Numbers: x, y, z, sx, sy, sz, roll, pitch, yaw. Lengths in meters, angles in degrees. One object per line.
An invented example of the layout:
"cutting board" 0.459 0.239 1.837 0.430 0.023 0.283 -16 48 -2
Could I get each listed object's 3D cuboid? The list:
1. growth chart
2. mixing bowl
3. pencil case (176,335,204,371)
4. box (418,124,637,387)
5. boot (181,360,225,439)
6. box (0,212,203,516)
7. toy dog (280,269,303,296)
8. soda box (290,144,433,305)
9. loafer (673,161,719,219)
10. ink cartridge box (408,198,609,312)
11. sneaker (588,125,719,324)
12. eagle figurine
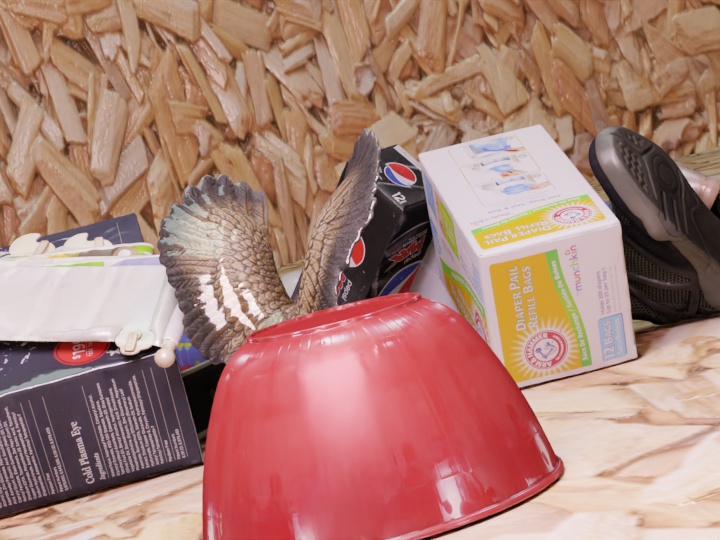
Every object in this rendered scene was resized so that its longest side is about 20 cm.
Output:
"growth chart" -0.201 0.016 1.264 0.200 0.018 0.145 2 34 17
"mixing bowl" -0.001 0.075 0.953 0.200 0.109 0.200 -13 4 1
"pencil case" -0.130 0.072 1.647 0.200 0.078 0.087 -9 35 46
"box" 0.118 -0.013 1.304 0.101 0.113 0.200 -14 25 -5
"boot" -0.057 0.075 1.406 0.200 0.073 0.144 -19 0 22
"box" -0.226 0.068 1.304 0.182 0.104 0.200 -16 33 -7
"toy dog" -0.033 0.049 1.769 0.132 0.096 0.200 -14 -12 42
"soda box" 0.000 0.000 1.456 0.063 0.071 0.200 -21 -35 -44
"loafer" 0.267 -0.026 1.420 0.063 0.072 0.200 13 -17 27
"ink cartridge box" 0.138 -0.017 1.515 0.200 0.076 0.136 -16 46 -39
"sneaker" 0.200 -0.022 1.319 0.114 0.076 0.199 -21 -43 29
"eagle figurine" -0.044 0.019 1.207 0.152 0.200 0.151 -15 5 -19
